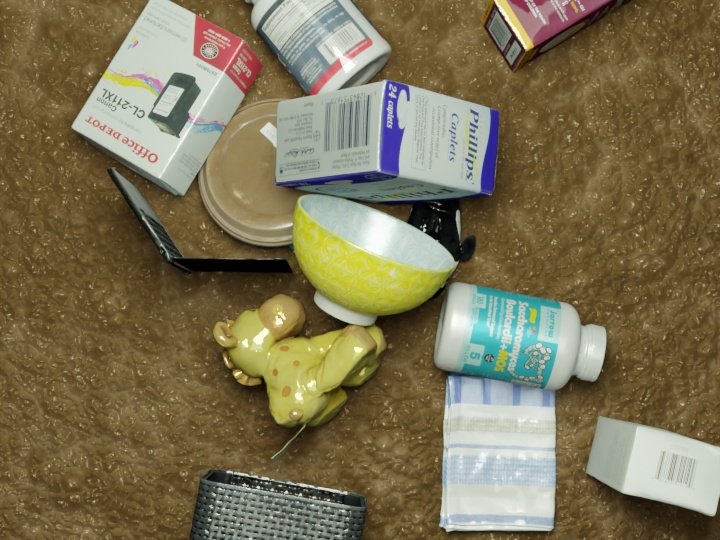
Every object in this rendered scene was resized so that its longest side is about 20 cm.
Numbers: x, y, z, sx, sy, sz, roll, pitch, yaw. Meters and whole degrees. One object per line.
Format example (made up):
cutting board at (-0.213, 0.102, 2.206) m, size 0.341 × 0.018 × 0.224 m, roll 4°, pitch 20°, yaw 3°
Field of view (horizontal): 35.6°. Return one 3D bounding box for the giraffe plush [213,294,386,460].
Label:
giraffe plush at (-0.089, 0.103, 1.358) m, size 0.162 × 0.173 × 0.200 m, roll 43°, pitch 69°, yaw 14°

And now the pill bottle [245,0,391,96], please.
pill bottle at (-0.066, -0.313, 1.402) m, size 0.120 × 0.120 × 0.200 m, roll -39°, pitch 87°, yaw -3°

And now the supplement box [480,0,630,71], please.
supplement box at (0.262, -0.348, 1.414) m, size 0.200 × 0.110 × 0.086 m, roll -31°, pitch 88°, yaw -3°

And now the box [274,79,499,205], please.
box at (0.031, -0.144, 1.319) m, size 0.200 × 0.184 × 0.105 m, roll 6°, pitch 85°, yaw -43°

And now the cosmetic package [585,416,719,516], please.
cosmetic package at (0.346, 0.228, 1.330) m, size 0.112 × 0.200 × 0.081 m, roll 15°, pitch 85°, yaw 3°

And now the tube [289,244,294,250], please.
tube at (-0.060, -0.043, 1.422) m, size 0.077 × 0.050 × 0.200 m, roll -40°, pitch 83°, yaw -14°

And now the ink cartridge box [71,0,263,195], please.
ink cartridge box at (-0.239, -0.216, 1.395) m, size 0.145 × 0.083 × 0.200 m, roll 29°, pitch 86°, yaw 16°

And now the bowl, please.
bowl at (0.000, 0.000, 1.320) m, size 0.200 × 0.200 × 0.108 m, roll 23°, pitch 106°, yaw 1°

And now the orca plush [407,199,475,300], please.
orca plush at (0.106, -0.063, 1.410) m, size 0.105 × 0.071 × 0.200 m, roll 27°, pitch 86°, yaw 1°

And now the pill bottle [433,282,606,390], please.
pill bottle at (0.196, 0.085, 1.382) m, size 0.199 × 0.111 × 0.111 m, roll 10°, pitch 86°, yaw 0°

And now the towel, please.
towel at (0.175, 0.230, 1.415) m, size 0.146 × 0.024 × 0.201 m, roll 2°, pitch 86°, yaw -2°

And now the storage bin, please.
storage bin at (-0.098, 0.306, 1.347) m, size 0.199 × 0.135 × 0.094 m, roll 9°, pitch 86°, yaw 0°

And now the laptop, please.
laptop at (-0.187, -0.056, 1.347) m, size 0.116 × 0.187 × 0.200 m, roll -34°, pitch 87°, yaw -4°

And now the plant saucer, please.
plant saucer at (-0.109, -0.129, 1.413) m, size 0.199 × 0.029 × 0.201 m, roll -1°, pitch 74°, yaw 5°
